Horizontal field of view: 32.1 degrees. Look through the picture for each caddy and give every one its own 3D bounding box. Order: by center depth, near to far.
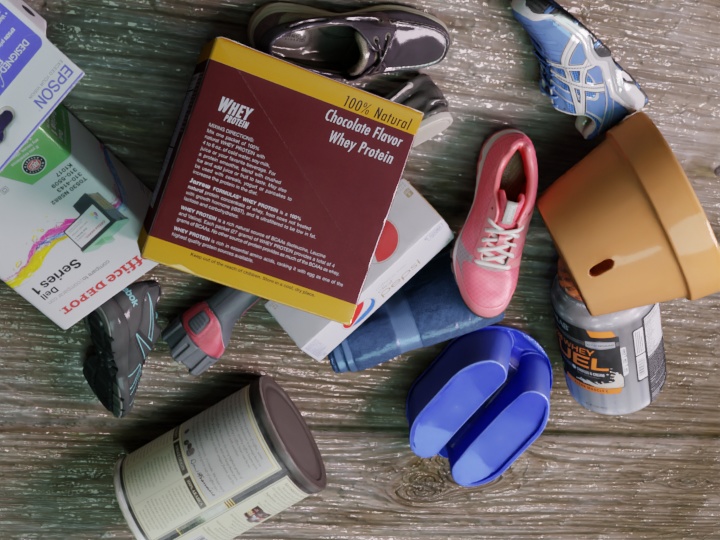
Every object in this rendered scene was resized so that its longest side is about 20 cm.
[{"bbox_3d":[0.141,0.158,1.497,0.141,0.105,0.200,36,113,-10],"label":"caddy"}]

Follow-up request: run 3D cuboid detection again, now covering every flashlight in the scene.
[{"bbox_3d":[-0.120,0.027,1.337,0.200,0.068,0.068,-40,116,10],"label":"flashlight"}]

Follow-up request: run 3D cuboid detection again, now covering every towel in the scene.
[{"bbox_3d":[0.051,0.041,1.365,0.199,0.112,0.049,-18,132,-2],"label":"towel"}]

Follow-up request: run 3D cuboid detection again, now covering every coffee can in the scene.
[{"bbox_3d":[-0.160,0.231,1.429,0.199,0.147,0.147,-30,130,8],"label":"coffee can"}]

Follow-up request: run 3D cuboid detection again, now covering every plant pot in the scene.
[{"bbox_3d":[0.271,-0.042,1.291,0.140,0.201,0.200,-27,131,7],"label":"plant pot"}]

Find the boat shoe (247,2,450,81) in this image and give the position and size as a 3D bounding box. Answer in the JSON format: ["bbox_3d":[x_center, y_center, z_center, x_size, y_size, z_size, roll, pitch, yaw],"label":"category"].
[{"bbox_3d":[-0.005,-0.210,1.178,0.199,0.065,0.072,2,125,-20],"label":"boat shoe"}]

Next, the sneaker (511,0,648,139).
[{"bbox_3d":[0.210,-0.202,1.246,0.077,0.076,0.200,-43,126,12],"label":"sneaker"}]

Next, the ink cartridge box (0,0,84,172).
[{"bbox_3d":[-0.366,-0.171,1.068,0.200,0.043,0.198,42,107,-13],"label":"ink cartridge box"}]

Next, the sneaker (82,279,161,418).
[{"bbox_3d":[-0.246,0.086,1.333,0.079,0.075,0.200,-34,155,-32],"label":"sneaker"}]

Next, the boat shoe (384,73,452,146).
[{"bbox_3d":[-0.004,-0.131,1.258,0.199,0.057,0.067,-25,166,8],"label":"boat shoe"}]

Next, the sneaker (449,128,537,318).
[{"bbox_3d":[0.140,-0.049,1.288,0.073,0.087,0.201,9,92,-4],"label":"sneaker"}]

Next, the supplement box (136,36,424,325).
[{"bbox_3d":[-0.077,-0.083,1.139,0.196,0.133,0.201,18,93,-13],"label":"supplement box"}]

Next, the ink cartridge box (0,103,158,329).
[{"bbox_3d":[-0.296,-0.058,1.196,0.144,0.084,0.200,-34,130,11],"label":"ink cartridge box"}]

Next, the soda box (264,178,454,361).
[{"bbox_3d":[0.000,0.000,1.308,0.200,0.068,0.064,-42,157,1],"label":"soda box"}]

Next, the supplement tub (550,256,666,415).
[{"bbox_3d":[0.288,0.062,1.451,0.122,0.123,0.201,-19,130,-2],"label":"supplement tub"}]
